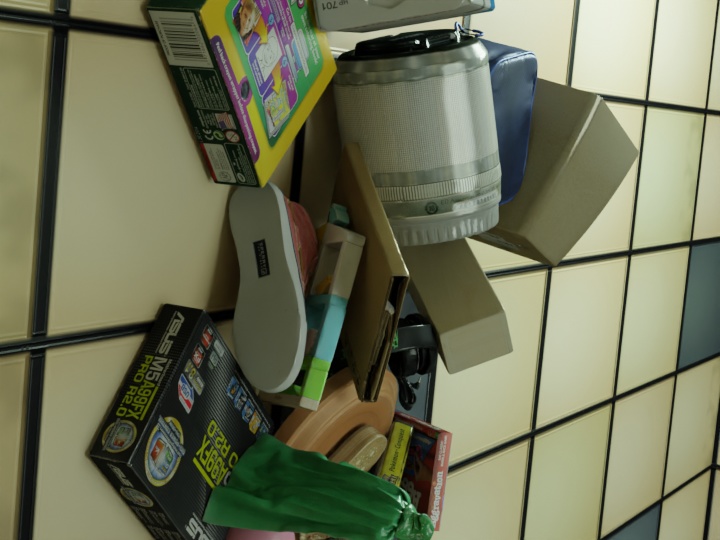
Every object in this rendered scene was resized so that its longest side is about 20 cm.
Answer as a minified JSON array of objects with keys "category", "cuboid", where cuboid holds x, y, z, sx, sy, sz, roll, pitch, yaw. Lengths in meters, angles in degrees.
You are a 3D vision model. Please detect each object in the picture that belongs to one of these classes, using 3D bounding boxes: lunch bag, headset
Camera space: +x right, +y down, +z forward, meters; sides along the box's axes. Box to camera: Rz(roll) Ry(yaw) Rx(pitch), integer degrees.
[{"category":"lunch bag","cuboid":[0.105,-0.174,1.768,0.136,0.132,0.201,-20,121,-58]},{"category":"headset","cuboid":[0.027,0.102,1.696,0.200,0.123,0.094,33,41,-79]}]

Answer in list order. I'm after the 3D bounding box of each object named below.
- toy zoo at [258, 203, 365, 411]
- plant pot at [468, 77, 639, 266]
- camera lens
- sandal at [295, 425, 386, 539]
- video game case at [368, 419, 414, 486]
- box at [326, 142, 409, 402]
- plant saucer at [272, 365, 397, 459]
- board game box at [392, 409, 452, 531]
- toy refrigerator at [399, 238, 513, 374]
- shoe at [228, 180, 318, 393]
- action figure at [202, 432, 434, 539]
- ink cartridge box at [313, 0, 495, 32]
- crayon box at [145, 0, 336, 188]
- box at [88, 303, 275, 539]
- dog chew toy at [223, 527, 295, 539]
[{"category":"toy zoo","cuboid":[-0.045,0.033,1.535,0.020,0.131,0.201,18,81,-20]},{"category":"plant pot","cuboid":[0.190,-0.120,1.909,0.178,0.199,0.200,-67,152,-7]},{"category":"camera lens","cuboid":[0.059,-0.139,1.625,0.160,0.159,0.201,-29,115,-59]},{"category":"sandal","cuboid":[-0.035,0.253,1.576,0.212,0.070,0.078,-49,153,-6]},{"category":"video game case","cuboid":[-0.003,0.282,1.656,0.181,0.025,0.200,-71,-175,-54]},{"category":"box","cuboid":[0.000,0.000,1.543,0.200,0.021,0.164,-108,-156,-47]},{"category":"plant saucer","cuboid":[-0.031,0.181,1.608,0.200,0.032,0.201,-39,152,-25]},{"category":"board game box","cuboid":[0.043,0.207,1.719,0.019,0.200,0.103,5,93,-22]},{"category":"toy refrigerator","cuboid":[0.095,0.019,1.741,0.200,0.076,0.070,-115,-173,-49]},{"category":"shoe","cuboid":[-0.073,0.019,1.488,0.091,0.071,0.201,28,52,-64]},{"category":"action figure","cuboid":[-0.027,0.212,1.430,0.118,0.199,0.055,-57,146,-39]},{"category":"ink cartridge box","cuboid":[0.042,-0.278,1.525,0.200,0.146,0.086,-30,112,-77]},{"category":"crayon box","cuboid":[-0.100,-0.205,1.419,0.200,0.058,0.173,73,34,-43]},{"category":"box","cuboid":[-0.154,0.151,1.428,0.161,0.044,0.200,-66,151,-30]},{"category":"dog chew toy","cuboid":[-0.109,0.313,1.492,0.125,0.124,0.201,44,50,-59]}]
